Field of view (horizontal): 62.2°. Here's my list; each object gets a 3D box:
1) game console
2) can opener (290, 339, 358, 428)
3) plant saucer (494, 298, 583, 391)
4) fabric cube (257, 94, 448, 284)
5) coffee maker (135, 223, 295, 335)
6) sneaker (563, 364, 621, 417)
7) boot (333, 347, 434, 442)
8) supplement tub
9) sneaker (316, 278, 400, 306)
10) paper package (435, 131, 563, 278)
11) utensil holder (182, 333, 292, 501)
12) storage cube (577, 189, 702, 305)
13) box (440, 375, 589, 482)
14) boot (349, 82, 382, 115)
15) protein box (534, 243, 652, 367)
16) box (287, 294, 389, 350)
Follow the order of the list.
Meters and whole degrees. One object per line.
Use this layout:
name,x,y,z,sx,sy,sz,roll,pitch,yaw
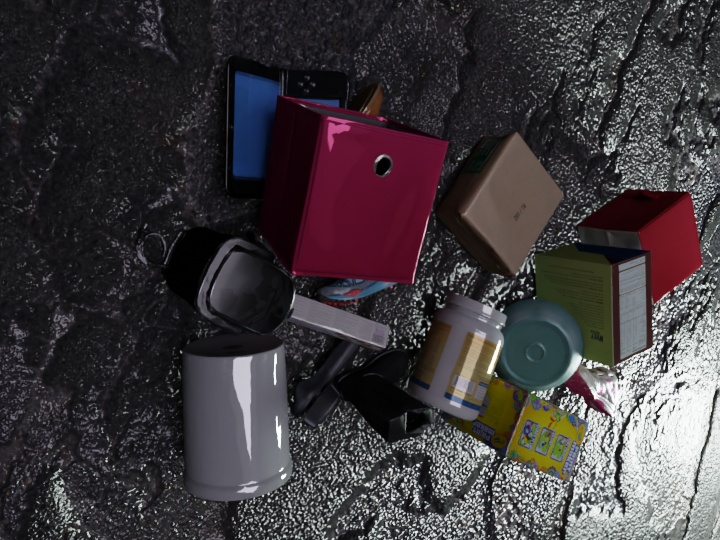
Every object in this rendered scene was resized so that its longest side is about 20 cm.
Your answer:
game console,-0.108,-0.211,0.917,0.170,0.116,0.207,4,97,6
can opener,-0.051,0.176,1.045,0.078,0.063,0.202,37,67,-1
plant saucer,0.353,0.161,1.213,0.193,0.036,0.207,4,107,12
fabric cube,-0.022,-0.116,0.847,0.191,0.200,0.205,5,109,-27
coffee maker,-0.210,0.011,0.848,0.187,0.198,0.139,3,95,-29
sneaker,0.540,0.257,1.382,0.199,0.080,0.090,40,76,-36
boot,0.063,0.209,1.029,0.162,0.199,0.067,-24,108,-23
supplement tub,0.185,0.160,1.124,0.142,0.144,0.205,24,85,-29
sneaker,0.000,0.000,1.050,0.196,0.079,0.098,-20,90,-31
paper package,0.269,-0.128,1.157,0.190,0.103,0.202,42,77,-27
utensil holder,-0.189,0.213,0.910,0.165,0.169,0.207,-4,96,-28
storage cube,0.617,-0.059,1.326,0.177,0.170,0.204,-31,111,-20
box,0.301,0.295,1.177,0.190,0.199,0.125,27,84,-28
boot,0.030,-0.196,1.025,0.152,0.076,0.205,23,88,-28
protein box,0.484,0.063,1.248,0.132,0.197,0.207,-13,103,-29
box,-0.045,0.087,1.012,0.195,0.039,0.043,19,70,-15
